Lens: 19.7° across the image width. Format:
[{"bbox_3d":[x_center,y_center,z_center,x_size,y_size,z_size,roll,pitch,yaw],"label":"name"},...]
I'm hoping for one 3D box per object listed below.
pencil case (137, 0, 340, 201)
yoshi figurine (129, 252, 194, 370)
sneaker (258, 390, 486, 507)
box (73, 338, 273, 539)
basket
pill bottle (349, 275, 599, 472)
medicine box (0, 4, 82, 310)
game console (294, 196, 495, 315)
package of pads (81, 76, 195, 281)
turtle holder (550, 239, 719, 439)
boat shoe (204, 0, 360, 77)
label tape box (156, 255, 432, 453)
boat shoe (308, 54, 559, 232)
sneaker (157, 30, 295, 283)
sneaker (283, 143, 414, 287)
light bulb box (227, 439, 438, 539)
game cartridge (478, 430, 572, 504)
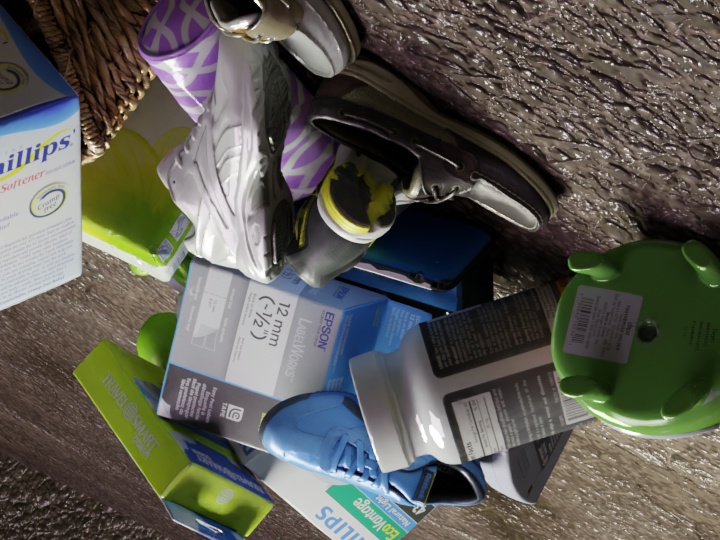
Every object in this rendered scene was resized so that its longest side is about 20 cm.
[{"bbox_3d":[-0.090,-0.137,1.571,0.200,0.084,0.086,51,-170,-41],"label":"pencil case"},{"bbox_3d":[-0.174,0.016,1.918,0.112,0.201,0.112,5,146,-31],"label":"yoshi figurine"},{"bbox_3d":[0.015,0.151,1.691,0.199,0.066,0.078,15,-161,-26],"label":"sneaker"},{"bbox_3d":[-0.157,0.151,1.786,0.122,0.048,0.200,33,-168,-49],"label":"box"},{"bbox_3d":[-0.251,-0.175,1.620,0.143,0.149,0.200,39,162,-23],"label":"basket"},{"bbox_3d":[0.098,0.085,1.628,0.116,0.199,0.117,-17,-90,-88],"label":"pill bottle"},{"bbox_3d":[-0.302,-0.101,1.593,0.182,0.103,0.201,47,149,31],"label":"medicine box"},{"bbox_3d":[0.000,0.000,1.669,0.199,0.171,0.119,16,116,16],"label":"game console"},{"bbox_3d":[-0.202,-0.099,1.736,0.199,0.155,0.068,25,162,23],"label":"package of pads"},{"bbox_3d":[0.234,0.048,1.472,0.185,0.142,0.132,-21,157,18],"label":"turtle holder"},{"bbox_3d":[-0.074,-0.190,1.411,0.074,0.069,0.200,14,156,44],"label":"boat shoe"},{"bbox_3d":[-0.056,0.077,1.721,0.199,0.144,0.066,19,-161,9],"label":"label tape box"},{"bbox_3d":[0.050,-0.079,1.508,0.199,0.065,0.073,32,161,-4],"label":"boat shoe"},{"bbox_3d":[-0.103,-0.086,1.501,0.099,0.078,0.201,8,115,15],"label":"sneaker"},{"bbox_3d":[-0.012,-0.048,1.547,0.074,0.085,0.200,43,-160,1],"label":"sneaker"},{"bbox_3d":[0.002,0.126,1.872,0.198,0.200,0.125,44,-174,-38],"label":"light bulb box"},{"bbox_3d":[0.146,0.121,1.781,0.041,0.134,0.200,26,161,23],"label":"game cartridge"}]
